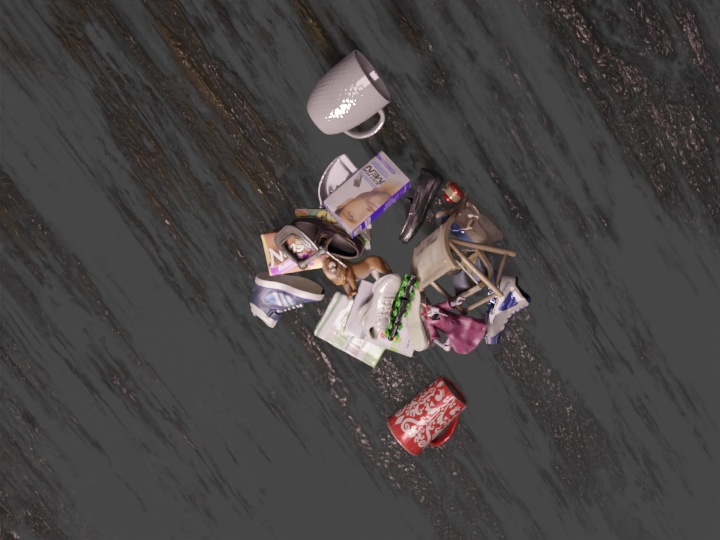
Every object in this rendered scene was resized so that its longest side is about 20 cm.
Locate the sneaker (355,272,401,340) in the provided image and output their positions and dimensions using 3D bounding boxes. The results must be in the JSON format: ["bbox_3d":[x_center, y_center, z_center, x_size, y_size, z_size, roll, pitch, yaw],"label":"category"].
[{"bbox_3d":[0.060,0.093,1.703,0.074,0.100,0.201,1,133,-32],"label":"sneaker"}]

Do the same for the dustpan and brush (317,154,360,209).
[{"bbox_3d":[-0.074,-0.185,1.737,0.200,0.057,0.140,-40,98,17],"label":"dustpan and brush"}]

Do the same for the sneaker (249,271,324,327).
[{"bbox_3d":[-0.205,0.093,1.835,0.198,0.081,0.148,13,116,0],"label":"sneaker"}]

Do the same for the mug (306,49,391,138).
[{"bbox_3d":[-0.022,-0.404,1.635,0.175,0.149,0.200,-33,130,21],"label":"mug"}]

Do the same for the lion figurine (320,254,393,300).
[{"bbox_3d":[0.000,0.000,1.746,0.198,0.072,0.124,-13,74,-25],"label":"lion figurine"}]

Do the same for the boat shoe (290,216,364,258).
[{"bbox_3d":[-0.085,-0.083,1.683,0.198,0.073,0.075,15,106,-2],"label":"boat shoe"}]

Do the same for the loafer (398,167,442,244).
[{"bbox_3d":[0.142,-0.165,1.714,0.070,0.068,0.202,27,103,7],"label":"loafer"}]

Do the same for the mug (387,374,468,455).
[{"bbox_3d":[0.198,0.396,1.860,0.200,0.177,0.134,-45,60,13],"label":"mug"}]

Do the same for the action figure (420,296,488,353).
[{"bbox_3d":[0.222,0.124,1.686,0.199,0.149,0.135,31,92,-24],"label":"action figure"}]

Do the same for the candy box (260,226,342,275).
[{"bbox_3d":[-0.156,-0.062,1.787,0.198,0.057,0.118,-8,105,7],"label":"candy box"}]

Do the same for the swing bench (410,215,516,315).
[{"bbox_3d":[0.238,-0.007,1.652,0.199,0.199,0.131,27,65,-9],"label":"swing bench"}]

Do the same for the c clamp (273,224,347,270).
[{"bbox_3d":[-0.141,-0.045,1.686,0.171,0.199,0.027,44,64,-16],"label":"c clamp"}]

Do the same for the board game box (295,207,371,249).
[{"bbox_3d":[-0.070,-0.108,1.726,0.197,0.023,0.106,1,104,1],"label":"board game box"}]

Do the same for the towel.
[{"bbox_3d":[-0.014,0.165,1.849,0.199,0.031,0.150,30,109,-2],"label":"towel"}]

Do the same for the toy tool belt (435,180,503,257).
[{"bbox_3d":[0.253,-0.117,1.678,0.199,0.125,0.123,38,113,-23],"label":"toy tool belt"}]

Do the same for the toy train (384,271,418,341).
[{"bbox_3d":[0.103,0.092,1.727,0.041,0.057,0.202,11,117,-13],"label":"toy train"}]

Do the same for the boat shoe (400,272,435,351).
[{"bbox_3d":[0.154,0.105,1.750,0.072,0.060,0.204,-14,84,51],"label":"boat shoe"}]

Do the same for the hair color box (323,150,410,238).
[{"bbox_3d":[0.017,-0.189,1.670,0.200,0.065,0.109,-42,79,-7],"label":"hair color box"}]

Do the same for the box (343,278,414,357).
[{"bbox_3d":[0.070,0.127,1.805,0.198,0.041,0.157,20,99,-3],"label":"box"}]

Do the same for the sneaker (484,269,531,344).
[{"bbox_3d":[0.384,0.100,1.750,0.114,0.081,0.202,4,105,9],"label":"sneaker"}]
